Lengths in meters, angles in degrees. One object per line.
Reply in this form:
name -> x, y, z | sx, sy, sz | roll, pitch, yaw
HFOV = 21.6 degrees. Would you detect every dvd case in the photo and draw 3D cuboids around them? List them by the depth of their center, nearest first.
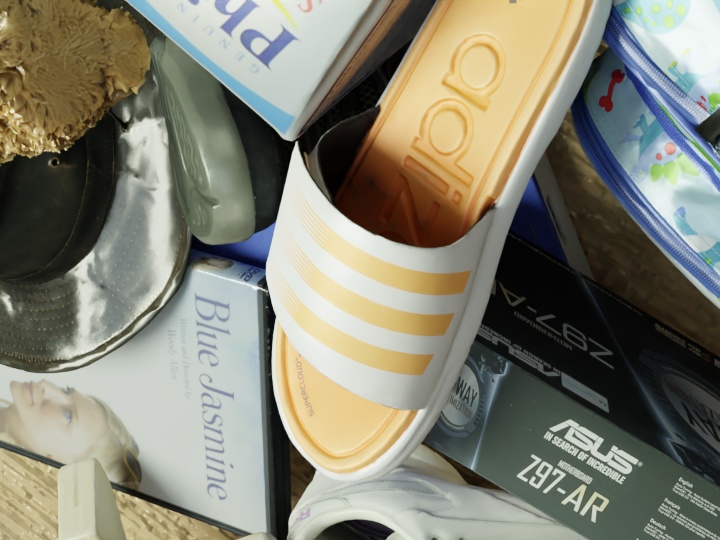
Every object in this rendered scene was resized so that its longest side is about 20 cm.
dvd case -> -0.120, 0.043, 0.902 | 0.199, 0.018, 0.143 | 15, 122, 27

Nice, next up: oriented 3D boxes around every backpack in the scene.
backpack -> 0.159, -0.076, 0.654 | 0.200, 0.183, 0.147 | 51, 124, 7

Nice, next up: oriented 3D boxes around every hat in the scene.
hat -> -0.165, -0.051, 0.836 | 0.200, 0.081, 0.202 | 2, 95, 28

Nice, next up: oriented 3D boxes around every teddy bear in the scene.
teddy bear -> -0.165, -0.138, 0.728 | 0.200, 0.145, 0.067 | 41, 168, -22

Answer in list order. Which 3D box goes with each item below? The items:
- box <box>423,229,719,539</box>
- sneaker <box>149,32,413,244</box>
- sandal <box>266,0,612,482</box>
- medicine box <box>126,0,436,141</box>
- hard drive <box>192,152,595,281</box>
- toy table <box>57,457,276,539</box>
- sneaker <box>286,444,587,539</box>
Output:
box -> 0.105, 0.059, 0.729 | 0.199, 0.160, 0.044 | 31, 107, -4
sneaker -> -0.021, -0.064, 0.718 | 0.114, 0.199, 0.077 | -10, 102, -1
sandal -> 0.010, -0.029, 0.616 | 0.079, 0.059, 0.208 | 33, 107, 34
medicine box -> -0.031, -0.169, 0.682 | 0.182, 0.200, 0.103 | 40, 122, 2
hard drive -> 0.000, 0.000, 0.848 | 0.199, 0.025, 0.133 | -15, 106, 28
toy table -> -0.108, 0.187, 0.864 | 0.183, 0.200, 0.117 | -25, 129, -4
sneaker -> 0.060, 0.136, 0.840 | 0.199, 0.100, 0.075 | 10, 114, 18
